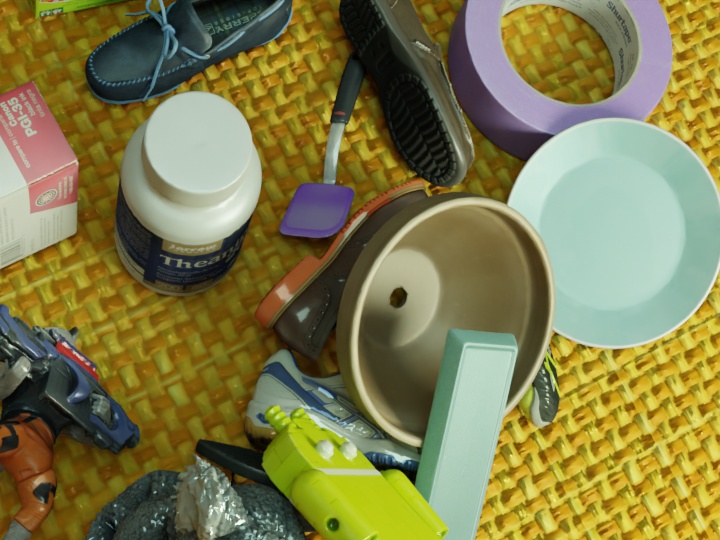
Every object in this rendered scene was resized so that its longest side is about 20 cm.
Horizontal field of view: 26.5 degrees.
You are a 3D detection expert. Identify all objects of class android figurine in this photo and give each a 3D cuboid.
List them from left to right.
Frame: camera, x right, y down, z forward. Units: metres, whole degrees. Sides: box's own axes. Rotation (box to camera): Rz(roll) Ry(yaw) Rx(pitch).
[{"bbox_3d":[0.003,0.174,1.110,0.041,0.182,0.200,-47,67,10],"label":"android figurine"}]

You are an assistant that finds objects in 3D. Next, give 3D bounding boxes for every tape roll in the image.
[{"bbox_3d":[0.183,-0.200,1.405,0.197,0.066,0.203,4,71,-11],"label":"tape roll"}]

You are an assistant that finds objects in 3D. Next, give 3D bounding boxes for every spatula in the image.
[{"bbox_3d":[-0.021,-0.113,1.347,0.056,0.021,0.202,6,64,16],"label":"spatula"}]

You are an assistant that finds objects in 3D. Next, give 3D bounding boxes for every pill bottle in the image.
[{"bbox_3d":[-0.137,-0.061,1.213,0.109,0.200,0.113,4,70,-10],"label":"pill bottle"}]

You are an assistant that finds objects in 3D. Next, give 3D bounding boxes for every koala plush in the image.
[{"bbox_3d":[-0.106,0.212,1.109,0.177,0.200,0.185,36,50,-16],"label":"koala plush"}]

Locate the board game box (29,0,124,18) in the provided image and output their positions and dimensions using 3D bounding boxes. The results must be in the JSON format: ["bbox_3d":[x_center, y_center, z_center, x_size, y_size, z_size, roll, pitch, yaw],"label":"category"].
[{"bbox_3d":[-0.191,-0.282,1.331,0.197,0.102,0.048,-14,75,-17],"label":"board game box"}]

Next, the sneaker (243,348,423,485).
[{"bbox_3d":[0.008,0.120,1.250,0.197,0.075,0.089,16,68,-7],"label":"sneaker"}]

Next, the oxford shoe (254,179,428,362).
[{"bbox_3d":[0.000,0.000,1.287,0.072,0.071,0.200,43,63,7],"label":"oxford shoe"}]

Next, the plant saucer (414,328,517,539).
[{"bbox_3d":[0.078,0.147,1.203,0.069,0.019,0.203,6,101,-36],"label":"plant saucer"}]

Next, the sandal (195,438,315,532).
[{"bbox_3d":[-0.044,0.189,1.219,0.198,0.075,0.048,24,89,-4],"label":"sandal"}]

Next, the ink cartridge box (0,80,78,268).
[{"bbox_3d":[-0.326,-0.046,1.195,0.198,0.147,0.083,-28,77,-20],"label":"ink cartridge box"}]

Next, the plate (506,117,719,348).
[{"bbox_3d":[0.222,-0.033,1.348,0.197,0.026,0.203,0,92,-2],"label":"plate"}]

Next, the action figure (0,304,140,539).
[{"bbox_3d":[-0.274,0.105,1.163,0.201,0.104,0.194,51,38,-24],"label":"action figure"}]

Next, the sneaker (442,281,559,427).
[{"bbox_3d":[0.108,0.045,1.311,0.076,0.075,0.202,-27,80,12],"label":"sneaker"}]

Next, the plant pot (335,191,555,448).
[{"bbox_3d":[0.052,0.031,1.219,0.199,0.092,0.204,-11,111,-32],"label":"plant pot"}]

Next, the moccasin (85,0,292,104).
[{"bbox_3d":[-0.151,-0.214,1.334,0.199,0.068,0.081,-31,80,-20],"label":"moccasin"}]

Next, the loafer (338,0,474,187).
[{"bbox_3d":[0.055,-0.173,1.361,0.070,0.073,0.202,-20,84,-39],"label":"loafer"}]
